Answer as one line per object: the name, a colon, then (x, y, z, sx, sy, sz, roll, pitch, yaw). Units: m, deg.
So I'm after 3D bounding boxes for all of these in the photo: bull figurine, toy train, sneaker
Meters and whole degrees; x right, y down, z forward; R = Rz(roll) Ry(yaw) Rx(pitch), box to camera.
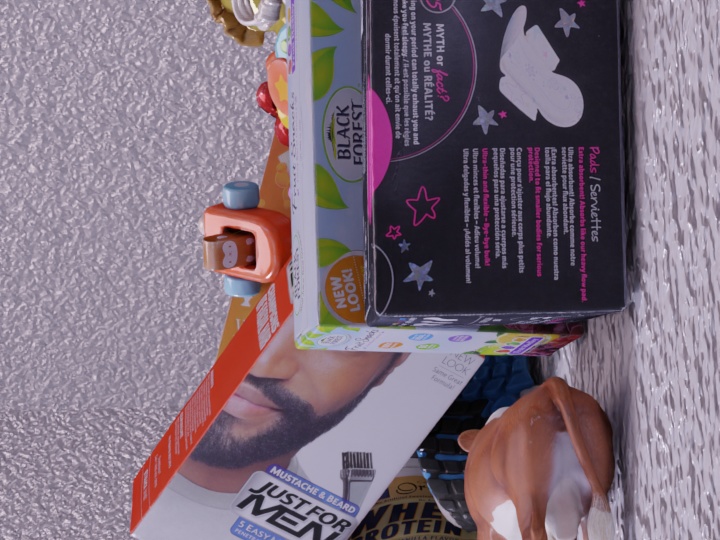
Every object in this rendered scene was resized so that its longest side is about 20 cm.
bull figurine: (0.085, 0.113, 1.058, 0.200, 0.065, 0.122, 92, 173, -76)
toy train: (-0.052, -0.068, 1.278, 0.056, 0.150, 0.201, -20, -60, -46)
sneaker: (0.075, 0.091, 1.286, 0.200, 0.075, 0.087, -81, -12, -52)

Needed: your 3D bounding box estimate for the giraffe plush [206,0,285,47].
giraffe plush: (-0.035, -0.189, 1.554, 0.200, 0.162, 0.173, -37, -11, -40)

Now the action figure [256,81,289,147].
action figure: (0.010, -0.058, 1.308, 0.200, 0.065, 0.052, 38, 148, 25)

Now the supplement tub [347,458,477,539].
supplement tub: (0.033, 0.204, 1.302, 0.200, 0.144, 0.145, -103, 12, -73)

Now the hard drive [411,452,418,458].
hard drive: (0.059, 0.141, 1.513, 0.135, 0.042, 0.201, 97, 161, -71)

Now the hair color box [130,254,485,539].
hair color box: (-0.032, 0.085, 1.234, 0.200, 0.111, 0.064, -55, 19, 19)

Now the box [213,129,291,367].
box: (0.000, 0.000, 1.385, 0.097, 0.124, 0.201, 41, -121, -63)

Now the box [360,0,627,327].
box: (0.058, -0.076, 1.007, 0.132, 0.114, 0.201, 117, 153, -86)

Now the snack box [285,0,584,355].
snack box: (0.036, -0.060, 1.120, 0.053, 0.142, 0.201, 135, 135, -68)
